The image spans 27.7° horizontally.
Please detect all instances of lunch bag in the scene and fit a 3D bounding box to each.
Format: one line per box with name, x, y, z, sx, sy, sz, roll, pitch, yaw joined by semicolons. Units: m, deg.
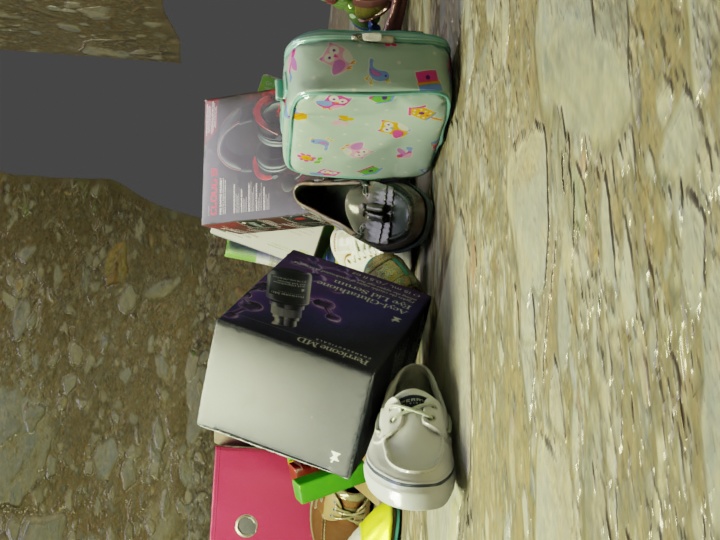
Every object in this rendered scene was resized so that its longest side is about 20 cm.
lunch bag;-0.001;-0.153;1.341;0.200;0.158;0.078;105;168;-69

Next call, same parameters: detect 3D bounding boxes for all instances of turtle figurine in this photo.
turtle figurine;-0.008;-0.381;1.693;0.194;0.142;0.202;115;155;-66

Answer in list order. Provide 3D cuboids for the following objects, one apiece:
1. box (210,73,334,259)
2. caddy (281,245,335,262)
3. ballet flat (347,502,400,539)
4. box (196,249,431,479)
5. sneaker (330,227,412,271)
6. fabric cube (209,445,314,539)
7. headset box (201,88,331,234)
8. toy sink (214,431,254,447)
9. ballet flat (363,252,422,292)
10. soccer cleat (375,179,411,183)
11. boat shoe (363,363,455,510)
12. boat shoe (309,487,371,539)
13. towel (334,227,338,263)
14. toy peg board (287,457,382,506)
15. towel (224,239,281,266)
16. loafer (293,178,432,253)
box;-0.080;-0.115;1.713;0.036;0.143;0.202;15;-86;-67
caddy;-0.032;-0.075;1.759;0.105;0.140;0.203;94;178;-84
ballet flat;-0.001;0.325;1.535;0.067;0.066;0.202;-93;8;-56
box;-0.037;0.078;1.295;0.200;0.146;0.105;-49;-25;-65
sneaker;0.012;-0.023;1.545;0.200;0.084;0.074;124;151;-78
fabric cube;-0.098;0.333;1.897;0.200;0.197;0.199;126;148;-81
headset box;-0.097;-0.123;1.645;0.075;0.198;0.151;12;-103;-56
toy sink;-0.085;0.158;1.862;0.131;0.197;0.113;104;168;-67
ballet flat;0.028;0.081;1.447;0.071;0.070;0.202;-96;9;-61
soccer cleat;0.016;-0.160;1.577;0.065;0.083;0.203;110;162;-70
boat shoe;0.038;0.130;1.187;0.200;0.073;0.068;-103;15;-76
boat shoe;-0.020;0.268;1.761;0.074;0.075;0.203;-126;39;-77
towel;0.000;0.000;1.665;0.086;0.018;0.203;13;-109;-54
toy peg board;-0.060;0.147;1.610;0.199;0.097;0.202;-154;53;-65
towel;-0.074;-0.034;1.874;0.149;0.198;0.031;-101;23;-70
loafer;-0.002;-0.059;1.452;0.199;0.062;0.073;17;99;60
